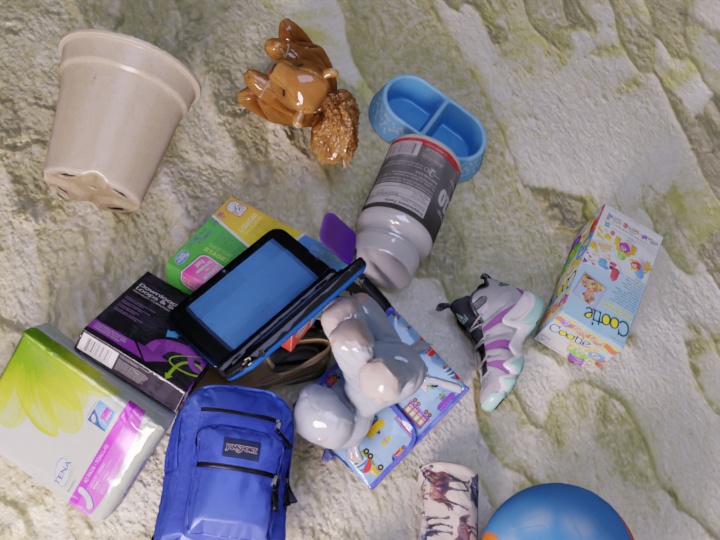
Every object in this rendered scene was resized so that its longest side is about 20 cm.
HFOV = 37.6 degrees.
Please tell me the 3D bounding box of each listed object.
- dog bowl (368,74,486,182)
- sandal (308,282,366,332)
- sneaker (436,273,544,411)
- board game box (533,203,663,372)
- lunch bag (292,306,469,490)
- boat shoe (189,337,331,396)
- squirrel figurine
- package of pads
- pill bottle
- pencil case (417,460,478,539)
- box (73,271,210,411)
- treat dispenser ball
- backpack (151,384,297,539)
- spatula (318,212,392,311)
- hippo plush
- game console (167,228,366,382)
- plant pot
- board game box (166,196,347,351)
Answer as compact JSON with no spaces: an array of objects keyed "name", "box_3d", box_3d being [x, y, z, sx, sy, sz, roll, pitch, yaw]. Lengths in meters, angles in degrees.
[{"name":"dog bowl","box_3d":[0.107,-0.222,1.615,0.199,0.050,0.112,36,61,3]},{"name":"sandal","box_3d":[-0.077,0.048,1.432,0.197,0.058,0.081,5,47,-4]},{"name":"sneaker","box_3d":[0.164,0.091,1.475,0.138,0.078,0.201,27,52,0]},{"name":"board game box","box_3d":[0.346,0.026,1.537,0.104,0.103,0.201,30,61,-1]},{"name":"lunch bag","box_3d":[0.018,0.176,1.392,0.151,0.094,0.200,45,74,6]},{"name":"boat shoe","box_3d":[-0.130,0.122,1.367,0.197,0.076,0.072,-19,72,-23]},{"name":"squirrel figurine","box_3d":[-0.065,-0.244,1.490,0.199,0.187,0.142,40,89,-18]},{"name":"package of pads","box_3d":[-0.339,0.180,1.244,0.199,0.068,0.156,35,104,2]},{"name":"pill bottle","box_3d":[0.062,-0.083,1.499,0.113,0.114,0.202,25,61,-3]},{"name":"pencil case","box_3d":[0.104,0.341,1.331,0.088,0.078,0.203,0,63,11]},{"name":"box","box_3d":[-0.248,0.081,1.313,0.142,0.036,0.200,31,22,-1]},{"name":"treat dispenser ball","box_3d":[0.241,0.362,1.290,0.197,0.201,0.204,6,64,-13]},{"name":"backpack","box_3d":[-0.149,0.237,1.257,0.160,0.168,0.203,13,64,-16]},{"name":"spatula","box_3d":[0.000,0.000,1.399,0.020,0.201,0.057,-9,48,25]},{"name":"hippo plush","box_3d":[-0.012,0.134,1.305,0.160,0.161,0.199,54,20,24]},{"name":"game console","box_3d":[-0.116,0.026,1.278,0.200,0.171,0.119,-41,93,-23]},{"name":"plant pot","box_3d":[-0.331,-0.186,1.404,0.197,0.201,0.186,17,73,-8]},{"name":"board game box","box_3d":[-0.133,0.000,1.399,0.198,0.041,0.153,27,51,15]}]
